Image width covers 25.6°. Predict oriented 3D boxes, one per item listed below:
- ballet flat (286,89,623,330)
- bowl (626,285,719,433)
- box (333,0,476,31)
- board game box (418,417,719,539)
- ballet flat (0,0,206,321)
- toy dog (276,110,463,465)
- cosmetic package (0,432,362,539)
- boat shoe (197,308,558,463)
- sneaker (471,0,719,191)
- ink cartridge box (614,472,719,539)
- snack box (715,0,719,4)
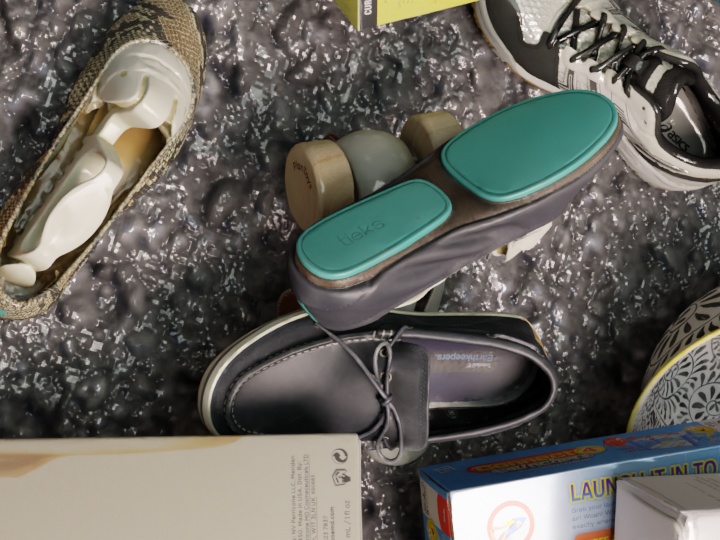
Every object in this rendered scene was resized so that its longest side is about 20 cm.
[{"bbox_3d":[0.050,-0.027,0.819,0.199,0.073,0.074,-29,102,-19],"label":"ballet flat"},{"bbox_3d":[0.254,0.064,0.965,0.199,0.095,0.202,-1,132,-1],"label":"bowl"},{"bbox_3d":[0.074,-0.196,0.899,0.198,0.075,0.050,-18,135,-18],"label":"box"},{"bbox_3d":[0.140,0.195,0.882,0.198,0.056,0.198,-7,98,-14],"label":"board game box"},{"bbox_3d":[-0.133,-0.059,0.829,0.068,0.075,0.201,35,79,-19],"label":"ballet flat"},{"bbox_3d":[0.000,0.000,0.893,0.131,0.096,0.202,11,103,-25],"label":"toy dog"},{"bbox_3d":[-0.099,0.130,0.797,0.198,0.105,0.072,0,67,-4],"label":"cosmetic package"},{"bbox_3d":[0.014,0.059,0.829,0.198,0.062,0.075,-3,110,-20],"label":"boat shoe"},{"bbox_3d":[0.157,-0.124,0.939,0.199,0.088,0.076,36,81,-18],"label":"sneaker"},{"bbox_3d":[0.235,0.183,0.834,0.198,0.085,0.147,0,97,-17],"label":"ink cartridge box"},{"bbox_3d":[0.268,-0.242,0.922,0.037,0.116,0.200,32,107,-35],"label":"snack box"}]
